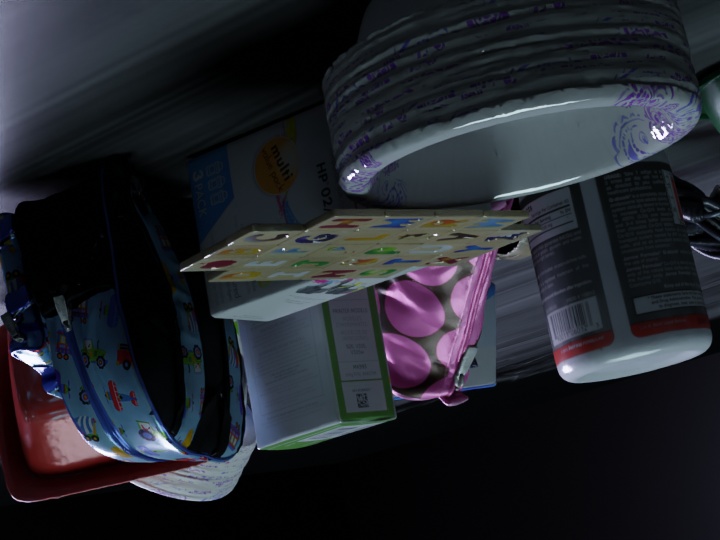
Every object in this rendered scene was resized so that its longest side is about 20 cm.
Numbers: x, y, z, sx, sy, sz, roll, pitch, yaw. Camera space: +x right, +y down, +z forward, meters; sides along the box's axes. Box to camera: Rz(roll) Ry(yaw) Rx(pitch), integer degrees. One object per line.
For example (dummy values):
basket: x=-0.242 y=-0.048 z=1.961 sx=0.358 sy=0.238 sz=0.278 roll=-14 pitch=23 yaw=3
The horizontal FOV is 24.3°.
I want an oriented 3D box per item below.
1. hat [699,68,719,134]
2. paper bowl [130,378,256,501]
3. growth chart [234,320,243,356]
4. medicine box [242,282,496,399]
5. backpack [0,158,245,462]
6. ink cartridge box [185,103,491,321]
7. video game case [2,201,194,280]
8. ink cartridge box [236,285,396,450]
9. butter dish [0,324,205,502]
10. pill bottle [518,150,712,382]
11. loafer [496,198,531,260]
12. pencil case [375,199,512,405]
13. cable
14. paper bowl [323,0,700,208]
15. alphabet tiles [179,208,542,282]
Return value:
hat: x=0.342 y=-0.063 z=1.278 sx=0.164 sy=0.178 sz=0.200 roll=-15 pitch=169 yaw=18
paper bowl: x=-0.189 y=0.123 z=1.602 sx=0.199 sy=0.105 sz=0.201 roll=25 pitch=-166 yaw=-7
growth chart: x=-0.071 y=0.045 z=1.471 sx=0.018 sy=0.145 sz=0.200 roll=-42 pitch=178 yaw=-31
medicine box: x=0.003 y=0.060 z=1.613 sx=0.181 sy=0.104 sz=0.199 roll=-5 pitch=-173 yaw=-32
backpack: x=-0.163 y=0.048 z=1.187 sx=0.133 sy=0.202 sz=0.182 roll=-20 pitch=161 yaw=16
ink cartridge box: x=-0.016 y=-0.048 z=1.134 sx=0.199 sy=0.116 sz=0.068 roll=-20 pitch=165 yaw=31
video game case: x=-0.176 y=-0.026 z=1.340 sx=0.198 sy=0.019 sz=0.143 roll=-8 pitch=169 yaw=-24
ink cartridge box: x=-0.042 y=0.024 z=1.246 sx=0.059 sy=0.202 sz=0.103 roll=-2 pitch=166 yaw=-40
butter dish: x=-0.229 y=0.073 z=1.447 sx=0.197 sy=0.201 sz=0.148 roll=-12 pitch=143 yaw=-5
pill bottle: x=0.180 y=-0.027 z=1.224 sx=0.115 sy=0.202 sz=0.116 roll=-11 pitch=169 yaw=-2
loafer: x=0.122 y=-0.046 z=1.372 sx=0.067 sy=0.077 sz=0.200 roll=7 pitch=178 yaw=-22
pencil case: x=0.061 y=0.004 z=1.263 sx=0.090 sy=0.094 sz=0.201 roll=-17 pitch=136 yaw=-27
cable: x=0.297 y=-0.038 z=1.506 sx=0.162 sy=0.051 sz=0.200 roll=14 pitch=171 yaw=34
paper bowl: x=0.077 y=-0.109 z=0.912 sx=0.198 sy=0.105 sz=0.201 roll=-12 pitch=170 yaw=-2
alphabet tiles: x=0.001 y=-0.014 z=0.999 sx=0.198 sy=0.006 sz=0.166 roll=-1 pitch=168 yaw=-31
